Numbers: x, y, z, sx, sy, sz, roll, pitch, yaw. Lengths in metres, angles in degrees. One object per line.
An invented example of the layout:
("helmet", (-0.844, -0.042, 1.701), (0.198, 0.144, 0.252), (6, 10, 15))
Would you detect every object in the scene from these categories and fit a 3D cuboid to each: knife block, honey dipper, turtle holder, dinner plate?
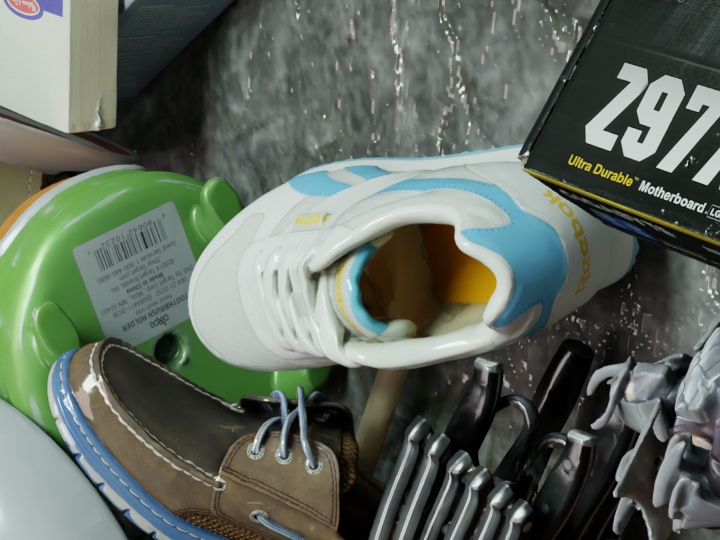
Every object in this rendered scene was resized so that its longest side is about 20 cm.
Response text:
("knife block", (0.054, 0.120, 0.835), (0.064, 0.176, 0.200), (39, 163, 32))
("honey dipper", (0.008, 0.051, 0.916), (0.038, 0.038, 0.200), (48, 132, 38))
("turtle holder", (-0.092, 0.038, 0.990), (0.141, 0.185, 0.132), (-56, 30, -13))
("dinner plate", (-0.199, -0.077, 1.045), (0.200, 0.200, 0.024), (23, 93, 50))

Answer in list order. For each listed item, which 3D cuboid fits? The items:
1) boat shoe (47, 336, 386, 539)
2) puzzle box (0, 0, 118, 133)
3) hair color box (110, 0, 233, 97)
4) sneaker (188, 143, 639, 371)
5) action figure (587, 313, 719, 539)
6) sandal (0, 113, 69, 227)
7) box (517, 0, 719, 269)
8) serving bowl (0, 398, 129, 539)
("boat shoe", (-0.031, 0.083, 0.890), (0.072, 0.200, 0.072), (-43, 21, 25))
("puzzle box", (-0.168, -0.146, 1.031), (0.200, 0.025, 0.133), (24, 116, 51))
("hair color box", (-0.094, -0.160, 0.998), (0.200, 0.061, 0.099), (-35, 68, 52))
("sneaker", (0.000, 0.000, 0.825), (0.200, 0.081, 0.077), (-15, 99, 43))
("action figure", (0.149, 0.029, 0.666), (0.200, 0.130, 0.069), (-7, 132, 42))
("sandal", (-0.175, -0.013, 1.131), (0.070, 0.078, 0.212), (70, 179, -45))
("box", (0.154, -0.065, 0.622), (0.200, 0.049, 0.160), (26, 88, 50))
("serving bowl", (-0.171, 0.147, 0.958), (0.200, 0.066, 0.200), (24, 129, 33))
